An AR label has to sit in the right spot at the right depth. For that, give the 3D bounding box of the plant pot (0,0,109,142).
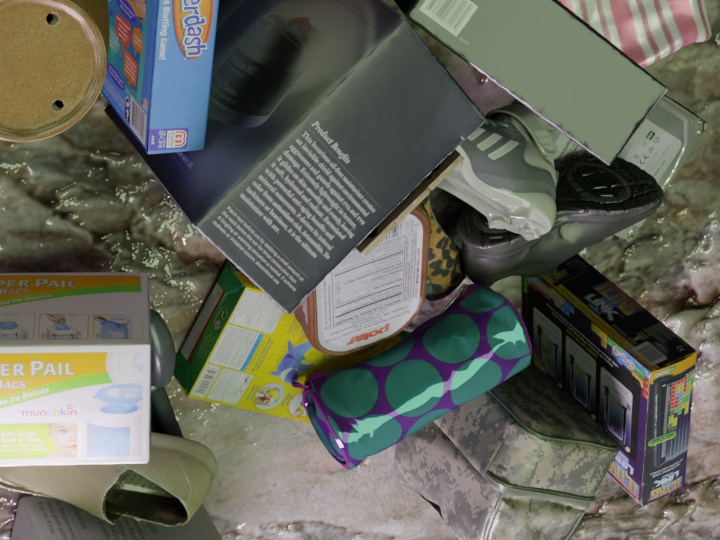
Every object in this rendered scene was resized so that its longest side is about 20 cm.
[{"bbox_3d":[-0.234,-0.164,0.857,0.185,0.200,0.187,-15,125,-22],"label":"plant pot"}]

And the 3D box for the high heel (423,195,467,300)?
[{"bbox_3d":[0.059,-0.063,1.197,0.142,0.071,0.201,-8,123,-38],"label":"high heel"}]

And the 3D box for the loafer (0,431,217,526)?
[{"bbox_3d":[-0.218,0.166,1.132,0.199,0.068,0.076,7,126,-8],"label":"loafer"}]

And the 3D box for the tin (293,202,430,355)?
[{"bbox_3d":[0.000,0.000,1.110,0.111,0.042,0.200,-16,146,-11],"label":"tin"}]

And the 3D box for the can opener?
[{"bbox_3d":[-0.180,0.113,1.158,0.053,0.066,0.201,-46,143,-35],"label":"can opener"}]

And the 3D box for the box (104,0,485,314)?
[{"bbox_3d":[-0.054,-0.114,0.999,0.198,0.200,0.123,-44,131,0],"label":"box"}]

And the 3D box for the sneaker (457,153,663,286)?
[{"bbox_3d":[0.176,-0.042,1.233,0.199,0.076,0.091,-15,142,-12],"label":"sneaker"}]

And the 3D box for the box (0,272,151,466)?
[{"bbox_3d":[-0.257,0.073,1.025,0.199,0.102,0.113,-1,121,-10],"label":"box"}]

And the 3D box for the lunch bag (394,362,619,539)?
[{"bbox_3d":[0.123,0.181,1.302,0.139,0.200,0.168,16,107,-34],"label":"lunch bag"}]

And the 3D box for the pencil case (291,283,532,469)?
[{"bbox_3d":[0.047,0.090,1.205,0.199,0.085,0.093,-30,93,-10],"label":"pencil case"}]

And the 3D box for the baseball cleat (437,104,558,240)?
[{"bbox_3d":[0.090,-0.104,1.122,0.200,0.069,0.107,35,57,-38],"label":"baseball cleat"}]

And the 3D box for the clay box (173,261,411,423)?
[{"bbox_3d":[-0.055,0.072,1.219,0.199,0.048,0.115,17,109,-39],"label":"clay box"}]

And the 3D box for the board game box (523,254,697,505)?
[{"bbox_3d":[0.232,0.097,1.309,0.056,0.200,0.166,-21,129,-20],"label":"board game box"}]

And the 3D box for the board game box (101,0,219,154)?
[{"bbox_3d":[-0.141,-0.201,0.920,0.045,0.152,0.201,-7,123,-27],"label":"board game box"}]

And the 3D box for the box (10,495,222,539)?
[{"bbox_3d":[-0.206,0.325,1.191,0.170,0.199,0.201,0,121,-31],"label":"box"}]

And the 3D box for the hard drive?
[{"bbox_3d":[0.220,-0.119,1.270,0.199,0.038,0.140,24,105,-38],"label":"hard drive"}]

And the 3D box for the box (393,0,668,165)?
[{"bbox_3d":[0.120,-0.182,1.056,0.199,0.141,0.079,33,101,-19],"label":"box"}]

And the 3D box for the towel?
[{"bbox_3d":[0.204,-0.228,1.164,0.199,0.030,0.147,-26,112,-13],"label":"towel"}]

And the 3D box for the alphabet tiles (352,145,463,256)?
[{"bbox_3d":[-0.006,-0.093,1.039,0.167,0.200,0.008,-44,131,1],"label":"alphabet tiles"}]
